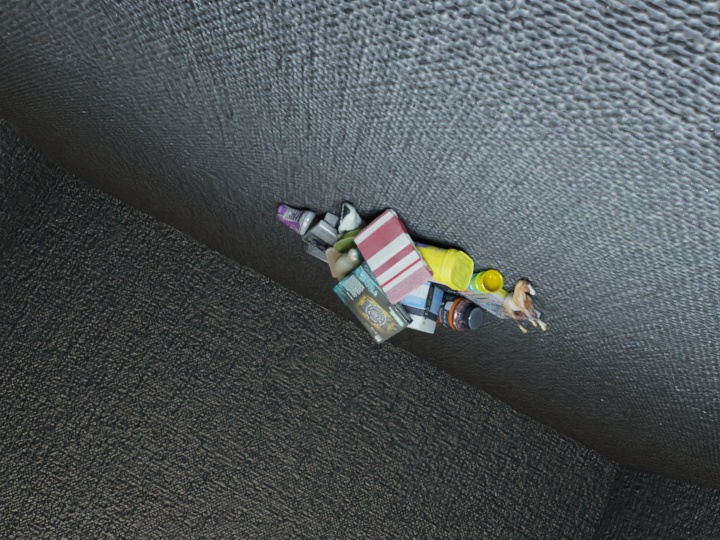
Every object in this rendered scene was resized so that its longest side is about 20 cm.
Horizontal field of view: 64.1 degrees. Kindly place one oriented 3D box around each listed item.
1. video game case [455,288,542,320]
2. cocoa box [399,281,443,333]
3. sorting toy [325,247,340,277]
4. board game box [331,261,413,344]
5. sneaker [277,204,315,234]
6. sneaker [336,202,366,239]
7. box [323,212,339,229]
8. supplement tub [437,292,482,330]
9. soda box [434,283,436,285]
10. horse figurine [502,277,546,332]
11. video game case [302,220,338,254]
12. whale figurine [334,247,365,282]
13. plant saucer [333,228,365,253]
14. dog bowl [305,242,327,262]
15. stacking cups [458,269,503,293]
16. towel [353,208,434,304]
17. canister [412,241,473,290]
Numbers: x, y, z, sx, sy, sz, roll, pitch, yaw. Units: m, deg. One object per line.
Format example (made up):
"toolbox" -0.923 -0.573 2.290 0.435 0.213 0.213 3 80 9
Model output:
"video game case" 0.392 0.091 1.652 0.180 0.026 0.200 31 167 -14
"cocoa box" 0.143 0.093 1.620 0.133 0.132 0.200 13 175 20
"sorting toy" 0.000 0.000 1.752 0.199 0.037 0.185 18 156 15
"board game box" 0.031 0.087 1.509 0.200 0.028 0.135 50 132 -2
"sneaker" -0.210 -0.166 1.800 0.114 0.073 0.200 34 166 -9
"sneaker" -0.021 -0.130 1.568 0.081 0.076 0.200 11 168 -1
"box" -0.076 -0.118 1.775 0.041 0.039 0.200 23 167 14
"supplement tub" 0.290 0.130 1.844 0.200 0.107 0.107 14 162 46
"soda box" 0.153 0.016 1.769 0.070 0.064 0.200 16 163 44
"horse figurine" 0.413 0.094 1.473 0.133 0.050 0.200 54 173 4
"video game case" -0.069 -0.070 1.753 0.200 0.023 0.182 33 159 -13
"whale figurine" 0.018 0.003 1.564 0.200 0.104 0.160 0 119 53
"plant saucer" 0.026 -0.078 1.581 0.199 0.031 0.200 -1 165 0
"dog bowl" -0.098 -0.054 1.946 0.199 0.059 0.200 26 180 0
"stacking cups" 0.312 0.034 1.535 0.060 0.061 0.200 29 171 -7
"towel" 0.079 -0.034 1.427 0.023 0.144 0.200 -18 -105 -54
"canister" 0.170 -0.020 1.473 0.199 0.087 0.148 15 174 31
